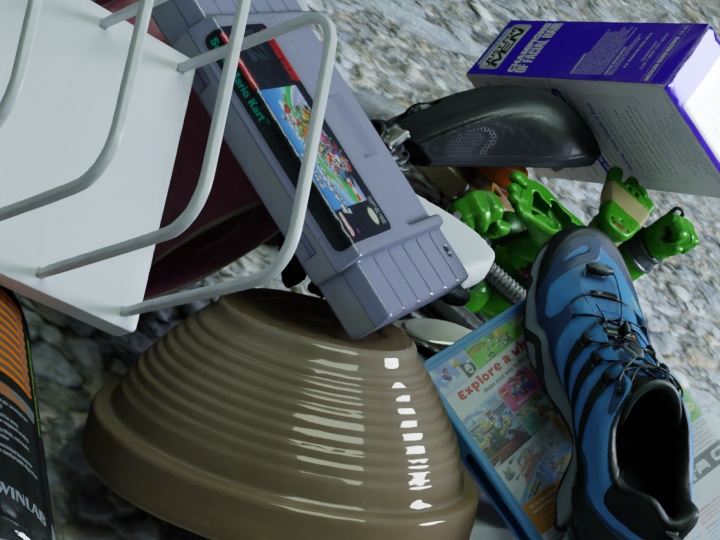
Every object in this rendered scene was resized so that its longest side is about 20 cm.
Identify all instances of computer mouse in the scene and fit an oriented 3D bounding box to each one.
[{"bbox_3d":[0.068,-0.096,1.203,0.200,0.053,0.138,-2,8,-23],"label":"computer mouse"}]

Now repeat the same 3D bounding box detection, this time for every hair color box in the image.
[{"bbox_3d":[0.178,-0.114,1.257,0.200,0.065,0.109,10,-34,52],"label":"hair color box"}]

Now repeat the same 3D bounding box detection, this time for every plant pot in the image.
[{"bbox_3d":[-0.031,0.067,0.906,0.200,0.093,0.201,15,11,-3],"label":"plant pot"},{"bbox_3d":[-0.125,-0.088,1.026,0.200,0.200,0.179,-16,74,-57],"label":"plant pot"}]

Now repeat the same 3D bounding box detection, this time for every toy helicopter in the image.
[{"bbox_3d":[0.099,-0.061,1.372,0.200,0.079,0.132,23,21,-47],"label":"toy helicopter"}]

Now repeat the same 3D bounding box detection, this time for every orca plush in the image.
[{"bbox_3d":[0.000,0.000,1.019,0.105,0.071,0.200,49,22,12],"label":"orca plush"}]

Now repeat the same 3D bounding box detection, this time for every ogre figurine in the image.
[{"bbox_3d":[0.121,-0.007,1.232,0.200,0.120,0.098,-18,69,-46],"label":"ogre figurine"}]

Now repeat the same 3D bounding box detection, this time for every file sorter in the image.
[{"bbox_3d":[-0.127,-0.080,0.742,0.200,0.124,0.139,27,62,-37],"label":"file sorter"}]

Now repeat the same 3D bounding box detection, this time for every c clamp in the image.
[{"bbox_3d":[0.096,0.025,1.144,0.200,0.171,0.027,39,69,2],"label":"c clamp"}]

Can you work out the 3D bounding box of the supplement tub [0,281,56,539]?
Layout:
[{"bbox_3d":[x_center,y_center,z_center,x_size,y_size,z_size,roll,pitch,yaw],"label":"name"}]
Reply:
[{"bbox_3d":[-0.195,0.069,0.764,0.122,0.123,0.200,20,33,-30],"label":"supplement tub"}]

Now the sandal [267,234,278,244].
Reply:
[{"bbox_3d":[-0.025,-0.043,1.203,0.200,0.048,0.075,14,37,-38],"label":"sandal"}]

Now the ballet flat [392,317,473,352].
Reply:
[{"bbox_3d":[0.066,0.072,1.115,0.200,0.071,0.069,23,26,-27],"label":"ballet flat"}]

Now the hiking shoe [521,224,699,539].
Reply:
[{"bbox_3d":[0.139,0.061,0.943,0.074,0.087,0.200,4,64,-24],"label":"hiking shoe"}]

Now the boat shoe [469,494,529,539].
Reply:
[{"bbox_3d":[0.032,0.158,0.952,0.072,0.066,0.200,17,10,34],"label":"boat shoe"}]

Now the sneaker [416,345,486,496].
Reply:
[{"bbox_3d":[0.077,0.059,1.040,0.200,0.121,0.084,45,-2,-27],"label":"sneaker"}]

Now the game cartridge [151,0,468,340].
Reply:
[{"bbox_3d":[-0.024,-0.065,0.918,0.200,0.038,0.130,58,18,3],"label":"game cartridge"}]

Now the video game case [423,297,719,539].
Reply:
[{"bbox_3d":[0.133,0.106,0.982,0.143,0.018,0.200,-30,81,-33],"label":"video game case"}]

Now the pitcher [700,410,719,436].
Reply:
[{"bbox_3d":[0.175,0.170,1.045,0.171,0.121,0.200,32,37,-29],"label":"pitcher"}]
